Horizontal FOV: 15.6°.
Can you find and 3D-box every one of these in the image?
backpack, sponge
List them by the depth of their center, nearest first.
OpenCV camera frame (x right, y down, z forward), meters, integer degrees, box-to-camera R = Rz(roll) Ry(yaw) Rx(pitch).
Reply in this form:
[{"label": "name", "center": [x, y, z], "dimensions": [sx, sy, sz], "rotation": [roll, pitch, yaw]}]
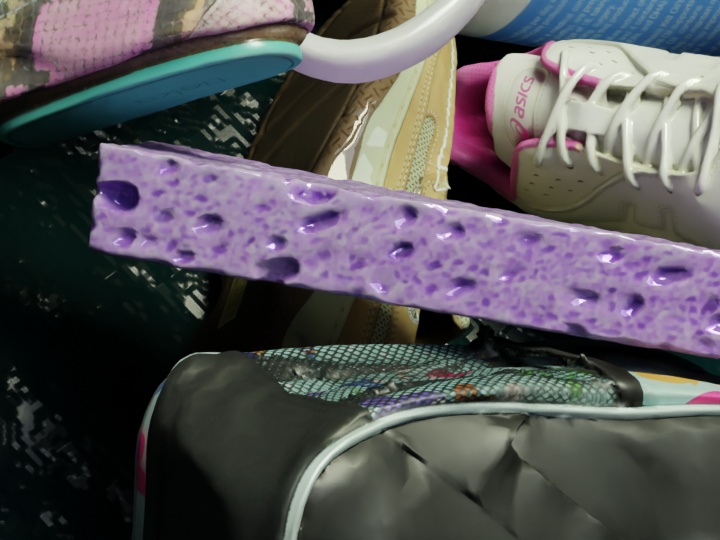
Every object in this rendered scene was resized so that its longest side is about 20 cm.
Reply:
[{"label": "backpack", "center": [0.036, 0.102, 0.676], "dimensions": [0.199, 0.150, 0.178], "rotation": [-2, 103, -27]}, {"label": "sponge", "center": [0.032, -0.004, 0.701], "dimensions": [0.199, 0.112, 0.030], "rotation": [10, 93, 2]}]

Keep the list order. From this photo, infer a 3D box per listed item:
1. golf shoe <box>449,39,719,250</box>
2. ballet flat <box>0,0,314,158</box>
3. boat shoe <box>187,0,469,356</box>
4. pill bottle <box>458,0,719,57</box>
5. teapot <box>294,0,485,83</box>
[{"label": "golf shoe", "center": [0.089, -0.035, 0.810], "dimensions": [0.091, 0.200, 0.076], "rotation": [18, 83, -21]}, {"label": "ballet flat", "center": [-0.110, -0.055, 0.717], "dimensions": [0.069, 0.199, 0.071], "rotation": [22, 46, -75]}, {"label": "boat shoe", "center": [0.000, 0.000, 0.815], "dimensions": [0.076, 0.072, 0.201], "rotation": [33, 56, -22]}, {"label": "pill bottle", "center": [0.074, -0.131, 0.912], "dimensions": [0.199, 0.112, 0.113], "rotation": [6, 55, -27]}, {"label": "teapot", "center": [-0.085, -0.129, 0.782], "dimensions": [0.197, 0.200, 0.147], "rotation": [28, 66, -33]}]
